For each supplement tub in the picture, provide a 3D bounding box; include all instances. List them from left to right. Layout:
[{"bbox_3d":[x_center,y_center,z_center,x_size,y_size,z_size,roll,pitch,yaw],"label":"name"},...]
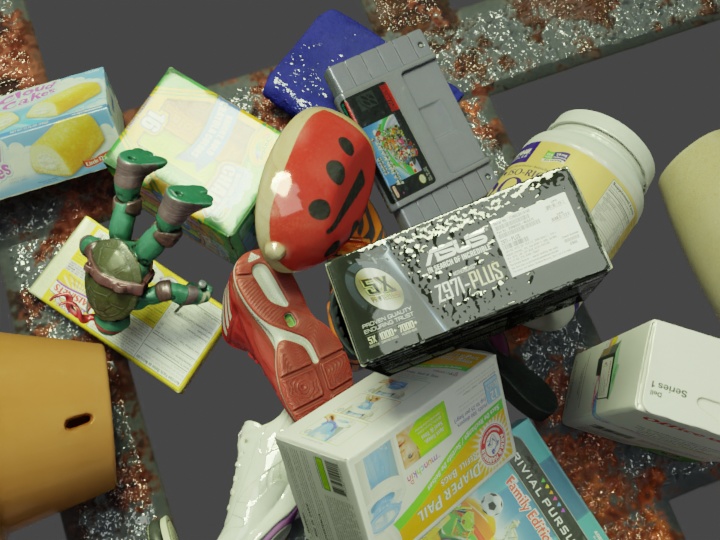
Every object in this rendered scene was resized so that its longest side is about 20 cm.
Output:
[{"bbox_3d":[0.205,-0.054,0.783,0.145,0.146,0.201,36,76,7],"label":"supplement tub"}]

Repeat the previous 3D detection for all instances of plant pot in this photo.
[{"bbox_3d":[-0.305,0.146,0.689,0.139,0.200,0.202,-4,74,-21],"label":"plant pot"},{"bbox_3d":[0.420,-0.048,0.789,0.186,0.188,0.201,-26,63,-9],"label":"plant pot"}]

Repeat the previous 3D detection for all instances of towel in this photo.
[{"bbox_3d":[0.003,-0.200,0.865,0.199,0.050,0.148,36,73,5],"label":"towel"}]

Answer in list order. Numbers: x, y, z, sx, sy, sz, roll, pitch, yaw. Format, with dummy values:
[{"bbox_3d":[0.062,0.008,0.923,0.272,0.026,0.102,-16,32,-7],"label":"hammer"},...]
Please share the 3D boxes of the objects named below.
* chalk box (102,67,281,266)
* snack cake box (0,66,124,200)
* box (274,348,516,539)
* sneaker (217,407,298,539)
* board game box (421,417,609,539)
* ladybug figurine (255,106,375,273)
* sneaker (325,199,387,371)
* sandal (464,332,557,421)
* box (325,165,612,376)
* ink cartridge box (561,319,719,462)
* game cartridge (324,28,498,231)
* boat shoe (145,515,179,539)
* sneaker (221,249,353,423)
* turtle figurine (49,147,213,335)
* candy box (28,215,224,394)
[{"bbox_3d":[-0.143,-0.093,0.786,0.199,0.124,0.126,30,76,5],"label":"chalk box"},{"bbox_3d":[-0.357,-0.141,0.791,0.198,0.068,0.115,-19,41,-8],"label":"snack cake box"},{"bbox_3d":[0.039,0.160,0.681,0.199,0.101,0.114,-27,109,-38],"label":"box"},{"bbox_3d":[-0.099,0.213,0.741,0.099,0.075,0.200,33,69,16],"label":"sneaker"},{"bbox_3d":[0.127,0.267,0.741,0.199,0.047,0.152,-32,79,-10],"label":"board game box"},{"bbox_3d":[-0.037,-0.078,0.719,0.071,0.136,0.201,4,47,23],"label":"ladybug figurine"},{"bbox_3d":[0.000,0.000,0.774,0.077,0.112,0.202,-3,75,-4],"label":"sneaker"},{"bbox_3d":[0.132,0.075,0.779,0.200,0.075,0.048,37,120,0],"label":"sandal"},{"bbox_3d":[0.089,0.011,0.617,0.198,0.164,0.087,-22,76,6],"label":"box"},{"bbox_3d":[0.299,0.123,0.710,0.143,0.200,0.085,17,75,2],"label":"ink cartridge box"},{"bbox_3d":[0.057,-0.151,0.810,0.129,0.038,0.201,-28,91,-23],"label":"game cartridge"},{"bbox_3d":[-0.190,0.337,0.693,0.067,0.072,0.202,-6,77,-9],"label":"boat shoe"},{"bbox_3d":[-0.078,0.084,0.752,0.078,0.115,0.202,-19,82,-27],"label":"sneaker"},{"bbox_3d":[-0.215,-0.005,0.709,0.149,0.101,0.201,27,117,1],"label":"turtle figurine"},{"bbox_3d":[-0.244,0.036,0.796,0.199,0.026,0.103,33,78,6],"label":"candy box"}]
